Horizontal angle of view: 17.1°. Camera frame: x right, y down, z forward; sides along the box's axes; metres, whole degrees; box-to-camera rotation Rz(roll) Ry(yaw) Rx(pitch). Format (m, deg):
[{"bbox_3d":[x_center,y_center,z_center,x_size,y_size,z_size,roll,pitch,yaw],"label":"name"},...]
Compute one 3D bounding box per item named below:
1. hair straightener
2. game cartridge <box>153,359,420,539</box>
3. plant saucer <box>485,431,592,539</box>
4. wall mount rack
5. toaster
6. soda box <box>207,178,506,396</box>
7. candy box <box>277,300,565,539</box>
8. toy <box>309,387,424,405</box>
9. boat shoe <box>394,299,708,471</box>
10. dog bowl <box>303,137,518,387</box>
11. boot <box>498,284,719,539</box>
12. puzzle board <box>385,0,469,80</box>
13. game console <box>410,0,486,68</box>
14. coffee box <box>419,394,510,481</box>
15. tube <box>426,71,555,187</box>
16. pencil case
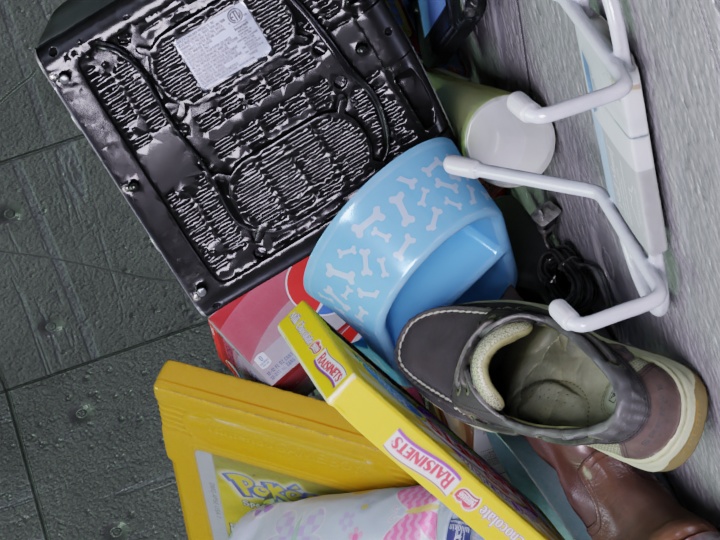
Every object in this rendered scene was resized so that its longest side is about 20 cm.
[{"bbox_3d":[0.103,0.003,1.354,0.200,0.041,0.077,-119,11,-60],"label":"hair straightener"},{"bbox_3d":[-0.037,0.142,1.516,0.200,0.176,0.032,83,-154,-55],"label":"game cartridge"},{"bbox_3d":[0.142,0.165,1.403,0.201,0.039,0.201,57,176,7],"label":"plant saucer"},{"bbox_3d":[0.084,-0.069,1.122,0.174,0.074,0.200,-117,10,-56],"label":"wall mount rack"},{"bbox_3d":[-0.056,-0.106,1.318,0.181,0.200,0.119,57,-175,-19],"label":"toaster"},{"bbox_3d":[0.000,0.000,1.512,0.063,0.200,0.070,45,166,18],"label":"soda box"},{"bbox_3d":[0.042,0.100,1.281,0.200,0.026,0.102,42,-173,-27],"label":"candy box"},{"bbox_3d":[0.047,0.110,1.657,0.115,0.200,0.047,55,127,19],"label":"toy"},{"bbox_3d":[0.082,0.048,1.190,0.066,0.072,0.201,24,175,-41],"label":"boat shoe"},{"bbox_3d":[0.033,0.002,1.305,0.050,0.111,0.200,44,172,20],"label":"dog bowl"},{"bbox_3d":[0.114,0.088,1.247,0.200,0.064,0.186,59,174,16],"label":"boot"},{"bbox_3d":[-0.012,-0.214,1.491,0.151,0.017,0.200,17,-139,-47],"label":"puzzle board"},{"bbox_3d":[-0.008,-0.204,1.347,0.200,0.116,0.176,142,118,-85],"label":"game console"},{"bbox_3d":[0.086,0.068,1.533,0.200,0.080,0.115,85,165,-68],"label":"coffee box"},{"bbox_3d":[0.067,-0.084,1.381,0.200,0.052,0.058,-136,45,-80],"label":"tube"},{"bbox_3d":[0.009,0.177,1.428,0.083,0.200,0.091,25,-114,-42],"label":"pencil case"}]
